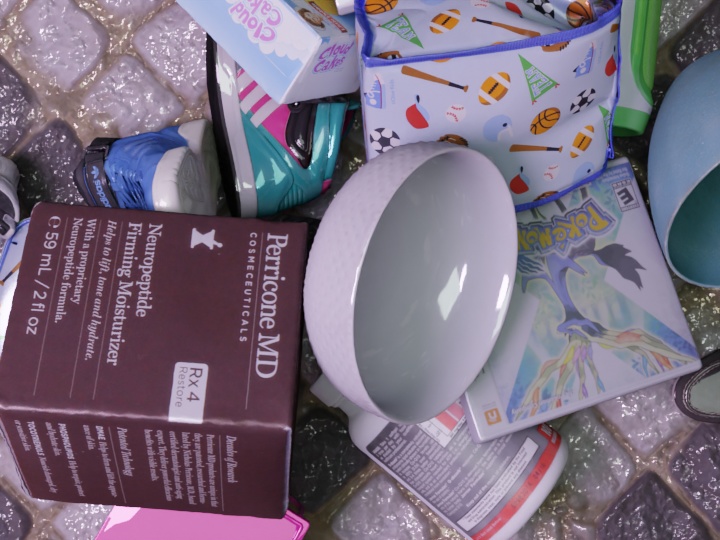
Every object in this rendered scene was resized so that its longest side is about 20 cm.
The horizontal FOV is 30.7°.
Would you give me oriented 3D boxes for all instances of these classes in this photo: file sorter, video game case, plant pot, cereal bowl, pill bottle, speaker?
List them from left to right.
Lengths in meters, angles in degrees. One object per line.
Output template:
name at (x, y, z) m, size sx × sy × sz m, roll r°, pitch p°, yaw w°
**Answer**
file sorter at (-0.148, 0.248, 1.068) m, size 0.138 × 0.125 × 0.201 m, roll 31°, pitch 88°, yaw 1°
cereal bowl at (0.026, 0.004, 0.939) m, size 0.083 × 0.199 × 0.202 m, roll 15°, pitch 89°, yaw 37°
pill bottle at (0.062, 0.124, 1.076) m, size 0.200 × 0.116 × 0.116 m, roll 40°, pitch 90°, yaw 0°
video game case at (0.154, 0.021, 1.044) m, size 0.198 × 0.022 × 0.184 m, roll -16°, pitch 81°, yaw -14°
speaker at (0.211, -0.218, 1.093) m, size 0.087 × 0.088 × 0.203 m, roll 6°, pitch 90°, yaw 0°
plant pot at (0.314, -0.102, 1.058) m, size 0.198 × 0.201 × 0.136 m, roll -18°, pitch 54°, yaw 0°

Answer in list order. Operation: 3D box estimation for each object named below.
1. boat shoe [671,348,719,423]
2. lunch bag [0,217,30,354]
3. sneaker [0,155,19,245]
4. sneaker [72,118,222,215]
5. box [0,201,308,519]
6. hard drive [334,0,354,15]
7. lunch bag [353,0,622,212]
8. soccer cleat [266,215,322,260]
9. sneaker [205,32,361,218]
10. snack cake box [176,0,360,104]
boat shoe at (0.365, 0.088, 1.106) m, size 0.198 × 0.057 × 0.068 m, roll -10°, pitch 90°, yaw 0°
lunch bag at (-0.214, 0.045, 1.097) m, size 0.198 × 0.076 × 0.162 m, roll 22°, pitch 87°, yaw 1°
sneaker at (-0.357, -0.023, 1.102) m, size 0.199 × 0.081 × 0.075 m, roll -34°, pitch 119°, yaw 17°
sneaker at (-0.175, -0.064, 1.040) m, size 0.110 × 0.200 × 0.077 m, roll -14°, pitch 113°, yaw 5°
box at (-0.142, 0.068, 0.949) m, size 0.197 × 0.165 × 0.168 m, roll 4°, pitch 58°, yaw -2°
hard drive at (0.060, -0.287, 1.008) m, size 0.198 × 0.026 × 0.133 m, roll -16°, pitch 83°, yaw 0°
lunch bag at (0.099, -0.135, 1.003) m, size 0.197 × 0.171 × 0.125 m, roll -6°, pitch 46°, yaw 0°
soccer cleat at (0.000, 0.000, 1.110) m, size 0.198 × 0.073 × 0.069 m, roll 6°, pitch 59°, yaw -16°
sneaker at (-0.062, -0.143, 1.096) m, size 0.119 × 0.084 × 0.202 m, roll -6°, pitch 74°, yaw -14°
snack cake box at (-0.082, -0.226, 1.048) m, size 0.200 × 0.115 × 0.067 m, roll 45°, pitch 119°, yaw 15°
